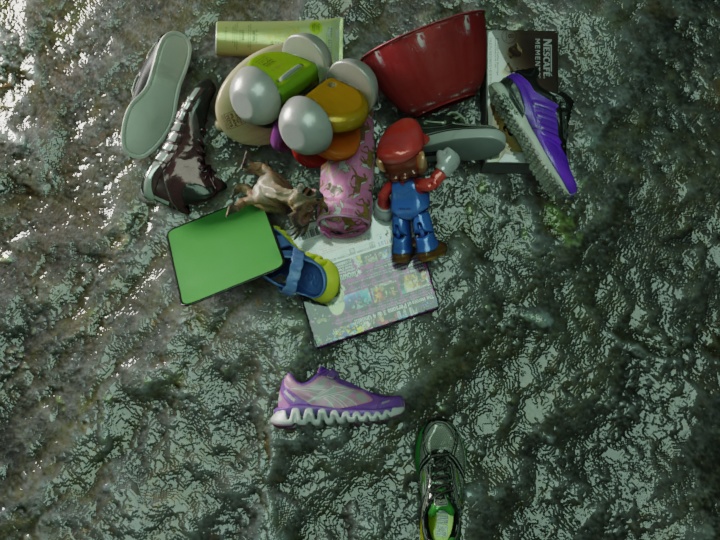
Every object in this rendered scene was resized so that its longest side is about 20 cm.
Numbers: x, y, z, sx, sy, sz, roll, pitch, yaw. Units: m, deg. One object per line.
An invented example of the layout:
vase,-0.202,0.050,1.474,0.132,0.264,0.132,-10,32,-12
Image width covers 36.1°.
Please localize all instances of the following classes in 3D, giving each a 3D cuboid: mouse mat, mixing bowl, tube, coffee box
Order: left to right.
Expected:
mouse mat,-0.198,-0.032,1.603,0.158,0.008,0.201,-22,39,-2
tube,-0.123,-0.354,1.694,0.196,0.059,0.052,2,38,-5
mixing bowl,0.107,-0.292,1.619,0.197,0.200,0.110,-21,92,-3
coffee box,0.239,-0.253,1.665,0.111,0.080,0.204,2,84,0

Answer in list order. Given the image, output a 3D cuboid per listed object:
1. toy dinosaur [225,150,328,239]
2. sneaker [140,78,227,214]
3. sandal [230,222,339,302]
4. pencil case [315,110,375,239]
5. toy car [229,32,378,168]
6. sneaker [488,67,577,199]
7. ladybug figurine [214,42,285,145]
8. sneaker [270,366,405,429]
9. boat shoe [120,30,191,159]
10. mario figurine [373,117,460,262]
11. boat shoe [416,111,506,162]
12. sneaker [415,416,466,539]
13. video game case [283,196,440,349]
toy dinosaur,-0.118,-0.107,1.607,0.133,0.200,0.087,19,102,-9
sneaker,-0.238,-0.176,1.665,0.114,0.076,0.202,29,94,-2
sandal,-0.126,-0.015,1.604,0.198,0.087,0.081,23,104,30
pencil case,-0.023,-0.149,1.630,0.081,0.087,0.204,8,67,-19
toy car,-0.081,-0.224,1.558,0.198,0.151,0.175,31,50,19
sneaker,0.273,-0.204,1.585,0.098,0.070,0.202,-30,86,-6
ladybug figurine,-0.134,-0.266,1.657,0.198,0.072,0.137,-28,115,-10
sneaker,-0.033,0.184,1.614,0.196,0.081,0.090,-1,75,1
boat shoe,-0.315,-0.265,1.675,0.073,0.060,0.204,19,85,-26
mario figurine,0.081,-0.120,1.598,0.121,0.106,0.204,-9,103,-8
boat shoe,0.125,-0.201,1.627,0.197,0.070,0.065,0,69,35
sneaker,0.121,0.313,1.591,0.076,0.085,0.204,-3,82,-1
video game case,0.000,0.000,1.654,0.197,0.036,0.184,-18,82,-2
